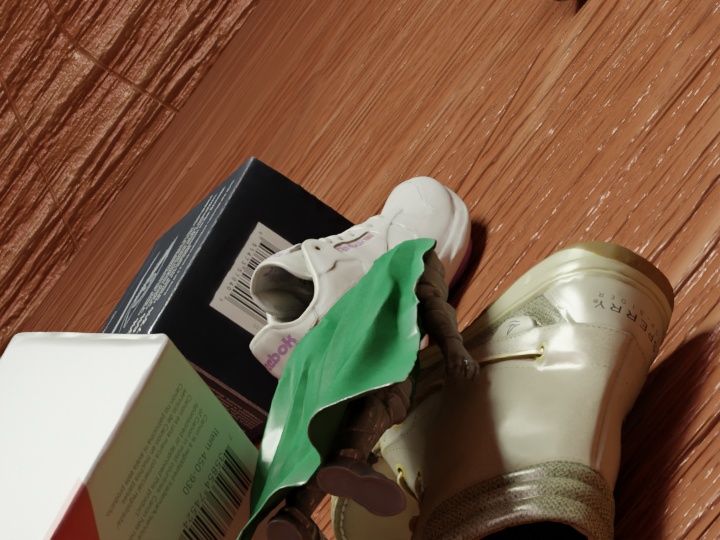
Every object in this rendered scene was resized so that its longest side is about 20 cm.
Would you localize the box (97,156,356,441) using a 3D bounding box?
[{"bbox_3d":[-0.096,0.036,1.489,0.148,0.104,0.200,-61,12,-24],"label":"box"}]

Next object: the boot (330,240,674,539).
[{"bbox_3d":[0.038,0.095,0.863,0.200,0.072,0.155,-45,18,40],"label":"boot"}]

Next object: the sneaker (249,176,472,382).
[{"bbox_3d":[0.000,0.000,1.210,0.075,0.100,0.200,-50,11,36],"label":"sneaker"}]

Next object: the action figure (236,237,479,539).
[{"bbox_3d":[0.003,0.040,0.851,0.118,0.055,0.200,-46,11,27],"label":"action figure"}]

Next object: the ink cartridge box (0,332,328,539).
[{"bbox_3d":[-0.083,0.141,0.861,0.083,0.200,0.147,0,49,36],"label":"ink cartridge box"}]
